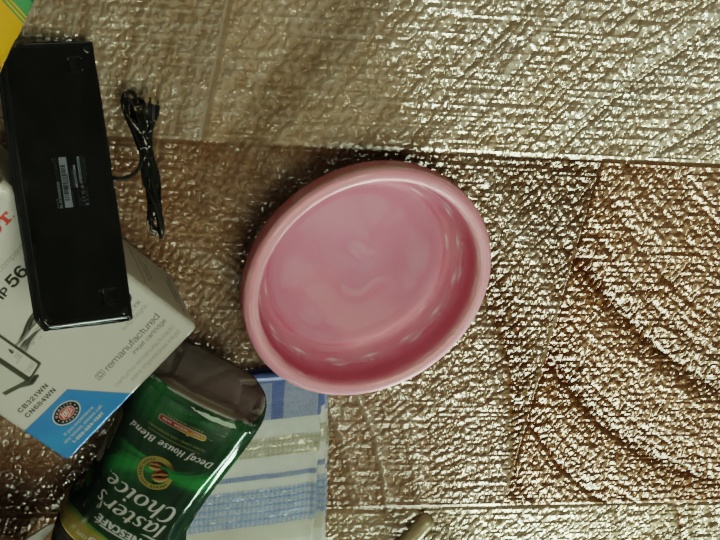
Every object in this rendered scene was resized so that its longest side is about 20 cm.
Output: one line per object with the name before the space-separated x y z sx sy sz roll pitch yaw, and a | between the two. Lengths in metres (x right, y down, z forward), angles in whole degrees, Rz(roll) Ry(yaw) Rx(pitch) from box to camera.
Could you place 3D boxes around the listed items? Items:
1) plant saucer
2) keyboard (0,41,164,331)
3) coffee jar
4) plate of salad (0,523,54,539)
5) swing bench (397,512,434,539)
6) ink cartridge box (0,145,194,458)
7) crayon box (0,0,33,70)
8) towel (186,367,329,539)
plant saucer | 0.000 0.000 1.767 0.200 0.051 0.201 -11 123 -16
keyboard | -0.188 -0.062 1.606 0.127 0.021 0.201 -6 87 -37
coffee jar | -0.158 0.156 1.761 0.104 0.085 0.200 26 117 -8
plate of salad | -0.315 0.249 1.738 0.200 0.200 0.048 -41 87 6
swing bench | 0.034 0.345 1.901 0.200 0.199 0.130 -35 126 3
ink cartridge box | -0.244 0.020 1.661 0.146 0.084 0.200 -45 125 9
crayon box | -0.299 -0.161 1.541 0.119 0.058 0.200 17 113 -27
towel | -0.096 0.165 1.848 0.146 0.024 0.201 -7 120 -15
